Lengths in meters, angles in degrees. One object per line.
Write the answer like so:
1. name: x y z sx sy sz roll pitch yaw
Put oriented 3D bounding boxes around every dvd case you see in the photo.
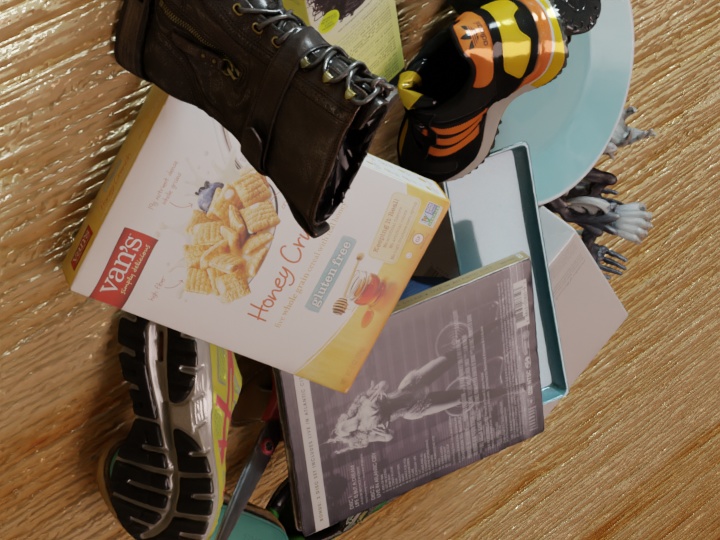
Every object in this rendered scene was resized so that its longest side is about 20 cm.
1. dvd case: 0.036 0.085 1.662 0.199 0.016 0.149 -22 125 -22

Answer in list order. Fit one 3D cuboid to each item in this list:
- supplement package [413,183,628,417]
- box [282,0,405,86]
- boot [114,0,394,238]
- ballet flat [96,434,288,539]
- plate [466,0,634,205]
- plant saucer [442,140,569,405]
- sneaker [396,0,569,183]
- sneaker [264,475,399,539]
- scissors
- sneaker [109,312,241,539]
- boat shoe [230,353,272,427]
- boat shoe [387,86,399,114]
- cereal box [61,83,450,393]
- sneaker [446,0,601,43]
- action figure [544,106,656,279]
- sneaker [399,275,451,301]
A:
1. supplement package: 0.106 0.016 1.837 0.120 0.121 0.200 -51 154 -4
2. box: -0.020 -0.167 1.476 0.075 0.050 0.200 -44 154 -18
3. boot: -0.048 -0.138 1.321 0.069 0.174 0.201 -28 145 -41
4. ballet flat: -0.130 0.169 1.687 0.200 0.063 0.069 39 67 -43
5. plate: 0.122 -0.145 1.715 0.200 0.026 0.201 -16 114 -41
6. plant saucer: 0.100 0.009 1.702 0.070 0.019 0.201 -20 114 -19
7. sneaker: 0.052 -0.115 1.560 0.090 0.070 0.200 -10 160 -30
8. sneaker: 0.006 0.145 1.750 0.200 0.078 0.085 -44 178 28
9. scissors: -0.065 0.106 1.646 0.200 0.014 0.073 -47 115 -41
10. sneaker: -0.111 0.097 1.597 0.090 0.078 0.201 -36 136 -59
11. boat shoe: -0.034 0.069 1.733 0.200 0.063 0.074 -27 144 -43
12. boat shoe: -0.023 -0.044 1.572 0.200 0.069 0.071 -54 172 -19
13. cereal box: -0.063 -0.022 1.473 0.199 0.040 0.144 21 107 -25
14. sneaker: 0.082 -0.198 1.580 0.200 0.104 0.060 41 69 -28
15. action figure: 0.178 -0.074 1.858 0.200 0.101 0.119 66 30 -65
16. sneaker: 0.000 0.000 1.660 0.199 0.078 0.090 10 94 -45
